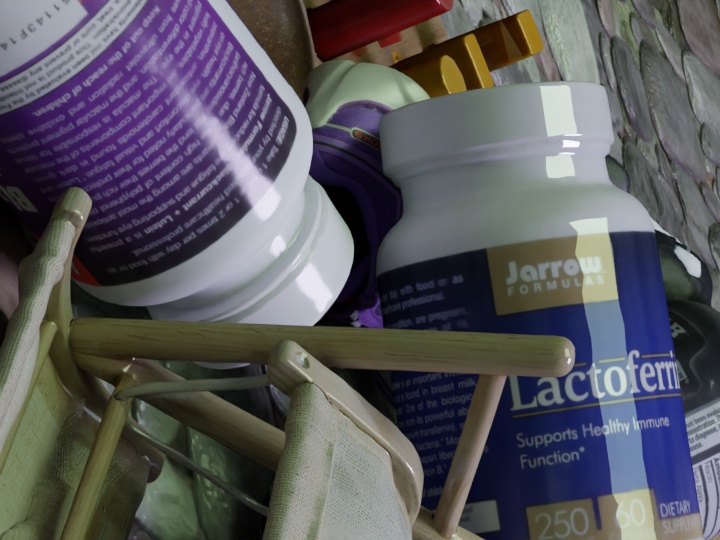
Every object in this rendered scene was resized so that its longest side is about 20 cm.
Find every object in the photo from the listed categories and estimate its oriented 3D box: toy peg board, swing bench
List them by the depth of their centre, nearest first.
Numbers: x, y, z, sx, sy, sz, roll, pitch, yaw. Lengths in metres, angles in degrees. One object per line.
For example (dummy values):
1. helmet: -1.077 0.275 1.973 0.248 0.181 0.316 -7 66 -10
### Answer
1. swing bench: -0.046 0.100 0.923 0.199 0.199 0.130 -74 180 -51
2. toy peg board: 0.035 -0.116 1.334 0.200 0.098 0.200 67 25 -6

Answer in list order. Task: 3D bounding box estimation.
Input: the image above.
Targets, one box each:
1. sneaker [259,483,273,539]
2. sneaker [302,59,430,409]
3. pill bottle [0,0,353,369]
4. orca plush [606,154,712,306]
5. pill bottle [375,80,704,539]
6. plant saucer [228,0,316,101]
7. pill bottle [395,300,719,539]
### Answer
1. sneaker: -0.018 0.120 1.080 0.078 0.070 0.200 68 17 -1
2. sneaker: 0.000 0.000 1.191 0.084 0.080 0.200 -56 142 -32
3. pill bottle: -0.087 -0.058 1.010 0.200 0.111 0.112 52 29 -34
4. orca plush: 0.083 -0.014 1.245 0.200 0.105 0.071 36 -1 -20
5. pill bottle: 0.067 0.030 1.093 0.116 0.115 0.201 1 79 -65
6. plant saucer: -0.084 -0.121 1.159 0.200 0.037 0.201 47 33 -43
7. pill bottle: 0.118 0.079 1.218 0.106 0.200 0.106 54 -22 34
